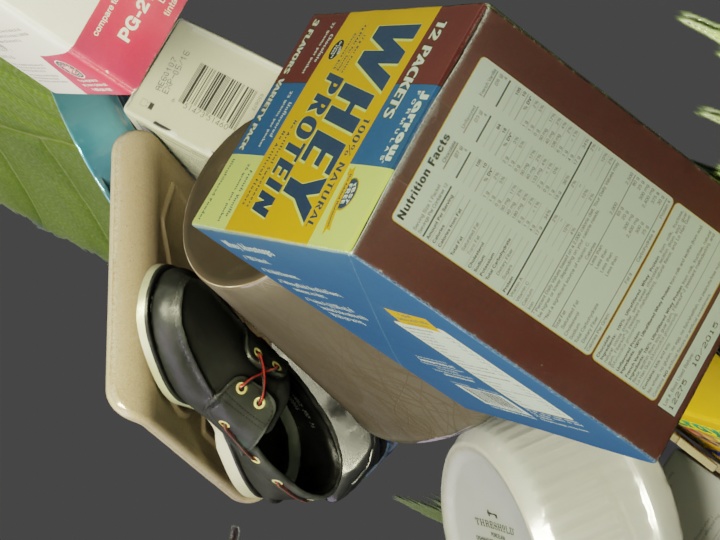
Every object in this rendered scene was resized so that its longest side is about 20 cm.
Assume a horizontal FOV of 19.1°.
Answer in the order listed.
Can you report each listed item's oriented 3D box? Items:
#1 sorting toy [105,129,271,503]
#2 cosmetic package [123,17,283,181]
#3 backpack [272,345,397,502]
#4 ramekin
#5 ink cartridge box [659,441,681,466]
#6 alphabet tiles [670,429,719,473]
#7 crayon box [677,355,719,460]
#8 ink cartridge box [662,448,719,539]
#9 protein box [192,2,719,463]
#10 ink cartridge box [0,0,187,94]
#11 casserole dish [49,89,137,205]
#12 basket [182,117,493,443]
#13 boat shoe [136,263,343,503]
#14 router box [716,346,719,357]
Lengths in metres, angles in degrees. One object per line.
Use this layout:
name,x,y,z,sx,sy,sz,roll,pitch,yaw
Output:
sorting toy,-0.109,0.034,1.337,0.036,0.186,0.200,-10,156,19
cosmetic package,-0.069,-0.075,1.378,0.103,0.073,0.200,28,170,16
backpack,-0.013,0.084,1.699,0.163,0.154,0.200,48,-175,11
ramekin,0.128,0.179,1.425,0.202,0.094,0.204,165,90,-70
ink cartridge box,0.129,0.097,1.595,0.199,0.084,0.145,34,177,-20
alphabet tiles,0.174,0.076,1.447,0.166,0.006,0.200,37,-175,-15
crayon box,0.264,0.102,1.353,0.200,0.052,0.126,36,169,-29
ink cartridge box,0.288,0.204,1.435,0.200,0.067,0.116,35,-173,24
protein box,0.058,-0.022,1.083,0.200,0.135,0.198,34,170,-24
ink cartridge box,-0.211,-0.186,1.202,0.200,0.085,0.145,34,170,-25
casserole dish,-0.170,-0.106,1.394,0.200,0.039,0.121,61,180,43
basket,0.000,0.000,1.263,0.180,0.137,0.200,-26,141,29
boat shoe,-0.070,0.067,1.277,0.063,0.074,0.202,1,140,30
router box,0.273,0.083,1.065,0.200,0.062,0.150,35,-170,-31
